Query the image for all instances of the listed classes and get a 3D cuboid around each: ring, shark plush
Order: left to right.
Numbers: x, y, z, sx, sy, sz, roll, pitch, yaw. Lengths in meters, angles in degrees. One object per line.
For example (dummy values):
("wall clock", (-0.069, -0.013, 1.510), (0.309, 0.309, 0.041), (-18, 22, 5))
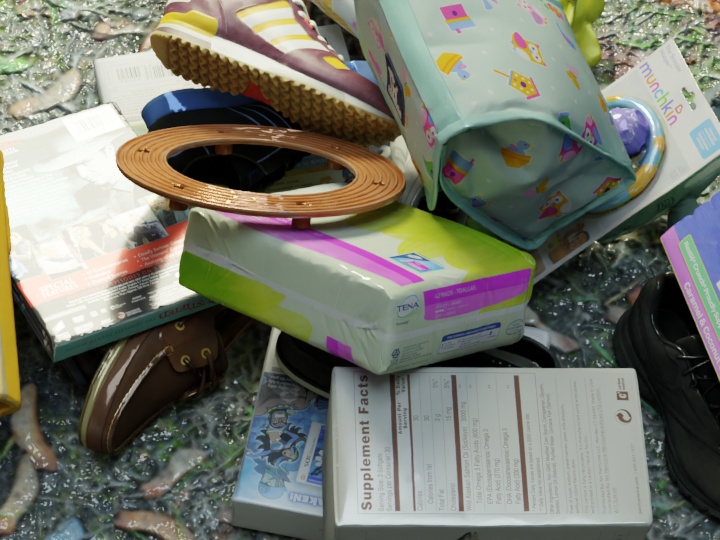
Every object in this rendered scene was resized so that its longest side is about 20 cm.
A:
("ring", (-0.068, -0.064, 1.468), (0.200, 0.019, 0.201), (5, 20, -2))
("shark plush", (0.249, -0.090, 1.586), (0.200, 0.083, 0.091), (-38, 68, 16))

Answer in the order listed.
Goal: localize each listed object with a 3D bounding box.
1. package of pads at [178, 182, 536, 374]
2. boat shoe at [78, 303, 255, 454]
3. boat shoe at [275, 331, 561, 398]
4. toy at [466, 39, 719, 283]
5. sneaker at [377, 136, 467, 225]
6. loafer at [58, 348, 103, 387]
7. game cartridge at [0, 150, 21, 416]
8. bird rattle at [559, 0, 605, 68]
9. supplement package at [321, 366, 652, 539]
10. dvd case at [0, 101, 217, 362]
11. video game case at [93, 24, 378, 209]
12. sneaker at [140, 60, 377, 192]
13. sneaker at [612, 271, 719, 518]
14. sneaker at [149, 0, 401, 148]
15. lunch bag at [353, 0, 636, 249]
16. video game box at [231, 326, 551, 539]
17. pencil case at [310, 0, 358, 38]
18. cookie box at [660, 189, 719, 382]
("package of pads", (0.000, 0.000, 1.434), (0.200, 0.068, 0.154), (23, 24, 39))
("boat shoe", (-0.125, 0.053, 1.509), (0.067, 0.072, 0.200), (27, 55, 15))
("boat shoe", (0.040, 0.060, 1.472), (0.201, 0.063, 0.074), (13, 57, 6))
("toy", (0.159, -0.080, 1.568), (0.200, 0.047, 0.115), (-38, 49, 20))
("sneaker", (0.053, -0.064, 1.586), (0.075, 0.081, 0.200), (26, 50, -19))
("loafer", (-0.222, -0.008, 1.539), (0.063, 0.072, 0.200), (-29, 59, -8))
("game cartridge", (-0.316, 0.027, 1.478), (0.176, 0.032, 0.201), (-19, 60, 20))
("bird rattle", (0.096, -0.230, 1.707), (0.163, 0.113, 0.200), (-37, 62, -8))
("supplement package", (0.077, 0.139, 1.388), (0.199, 0.117, 0.118), (0, 58, -4))
("dvd case", (-0.194, -0.032, 1.515), (0.146, 0.022, 0.200), (-21, 55, -25))
("video game case", (-0.091, -0.102, 1.648), (0.199, 0.023, 0.182), (-9, 57, -12))
("sneaker", (-0.061, -0.100, 1.601), (0.199, 0.070, 0.078), (-11, 69, -11))
("sneaker", (0.242, 0.089, 1.504), (0.076, 0.091, 0.200), (-21, 61, -20))
("sneaker", (-0.048, -0.162, 1.553), (0.199, 0.075, 0.090), (23, 68, 6))
("lunch bag", (0.079, -0.126, 1.480), (0.122, 0.200, 0.171), (-35, 59, 24))
("video game box", (0.024, 0.109, 1.499), (0.199, 0.047, 0.183), (11, 54, 3))
("pencil case", (0.011, -0.227, 1.674), (0.091, 0.083, 0.200), (-42, 49, -5))
("cookie box", (0.323, 0.042, 1.493), (0.200, 0.075, 0.172), (14, 46, -40))
